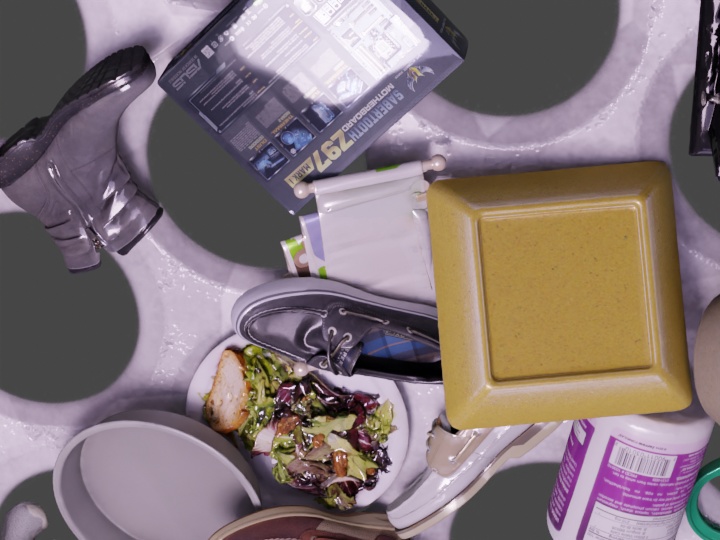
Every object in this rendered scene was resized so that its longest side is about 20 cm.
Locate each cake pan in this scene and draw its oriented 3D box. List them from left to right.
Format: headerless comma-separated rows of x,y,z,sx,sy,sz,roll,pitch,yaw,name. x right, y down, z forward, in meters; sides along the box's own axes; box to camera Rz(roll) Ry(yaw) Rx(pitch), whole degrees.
-0.174,0.200,1.720,0.199,0.037,0.201,9,129,11,cake pan

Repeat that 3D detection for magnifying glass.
0.352,0.159,1.648,0.079,0.022,0.200,33,118,-7,magnifying glass

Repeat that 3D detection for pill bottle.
0.220,0.184,1.629,0.111,0.112,0.201,15,118,2,pill bottle

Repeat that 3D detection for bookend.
0.295,-0.139,1.409,0.091,0.199,0.201,2,117,5,bookend

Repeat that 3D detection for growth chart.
0.000,0.000,1.593,0.143,0.018,0.201,-7,125,-8,growth chart

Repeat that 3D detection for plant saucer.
0.159,0.018,1.525,0.198,0.048,0.202,-5,86,-1,plant saucer

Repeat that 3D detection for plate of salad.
-0.057,0.139,1.687,0.198,0.048,0.202,3,116,7,plate of salad

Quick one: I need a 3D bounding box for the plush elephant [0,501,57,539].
-0.264,0.331,1.757,0.154,0.200,0.165,14,118,-22,plush elephant

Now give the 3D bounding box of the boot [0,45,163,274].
-0.205,-0.090,1.593,0.199,0.070,0.132,-32,110,35,boot

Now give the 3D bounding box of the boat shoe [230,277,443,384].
-0.007,0.059,1.581,0.199,0.066,0.070,12,121,-20,boat shoe

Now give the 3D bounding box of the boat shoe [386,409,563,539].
0.090,0.148,1.659,0.200,0.075,0.068,-42,98,17,boat shoe

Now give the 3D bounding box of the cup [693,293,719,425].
0.348,0.072,1.527,0.142,0.200,0.202,4,120,36,cup

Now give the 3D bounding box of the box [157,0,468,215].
-0.038,-0.164,1.533,0.158,0.051,0.200,43,114,-13,box

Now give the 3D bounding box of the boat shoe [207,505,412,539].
-0.038,0.254,1.680,0.199,0.072,0.072,5,129,-28,boat shoe
